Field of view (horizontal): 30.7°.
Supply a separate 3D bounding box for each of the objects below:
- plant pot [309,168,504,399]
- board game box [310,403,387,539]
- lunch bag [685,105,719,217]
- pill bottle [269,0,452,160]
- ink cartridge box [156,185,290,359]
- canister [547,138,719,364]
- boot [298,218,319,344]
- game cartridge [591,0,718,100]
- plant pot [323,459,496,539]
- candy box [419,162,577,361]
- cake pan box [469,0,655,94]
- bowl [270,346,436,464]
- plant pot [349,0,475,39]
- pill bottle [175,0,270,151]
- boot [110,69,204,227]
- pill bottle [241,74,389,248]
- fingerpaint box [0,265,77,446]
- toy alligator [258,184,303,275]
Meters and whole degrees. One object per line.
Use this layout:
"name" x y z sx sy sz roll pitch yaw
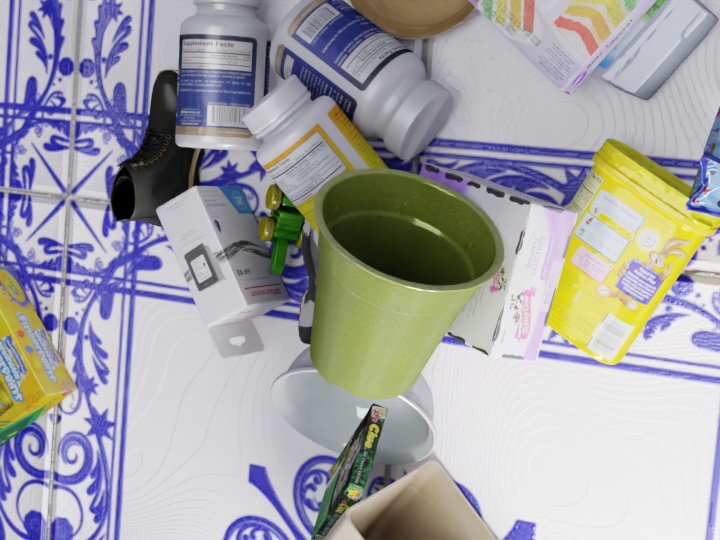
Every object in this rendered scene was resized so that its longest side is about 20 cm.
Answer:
"plant pot" 0.028 0.028 1.372 0.200 0.200 0.190 32 128 20
"board game box" -0.015 0.237 1.497 0.023 0.200 0.105 18 59 -5
"lunch bag" 0.445 -0.110 1.296 0.199 0.094 0.151 20 60 13
"pill bottle" 0.002 -0.222 1.507 0.200 0.116 0.116 40 108 18
"ink cartridge box" -0.157 0.000 1.596 0.067 0.116 0.201 -27 82 23
"canister" 0.273 -0.018 1.410 0.148 0.086 0.200 37 109 19
"boot" 0.000 0.000 1.559 0.131 0.070 0.201 6 103 18
"game cartridge" 0.270 -0.286 1.423 0.200 0.040 0.133 46 114 16
"plant pot" 0.041 0.369 1.492 0.177 0.200 0.200 -46 74 31
"candy box" 0.128 -0.012 1.434 0.200 0.071 0.168 27 105 53
"cake pan box" 0.214 -0.323 1.401 0.184 0.052 0.200 -46 75 18
"bowl" 0.003 0.135 1.518 0.200 0.201 0.091 4 54 25
"plant pot" 0.070 -0.367 1.515 0.199 0.027 0.201 2 95 25
"pill bottle" -0.165 -0.247 1.586 0.111 0.111 0.201 6 95 25
"boot" -0.255 -0.152 1.619 0.077 0.138 0.201 -4 90 25
"pill bottle" -0.040 -0.116 1.463 0.109 0.109 0.200 -35 102 23
"fingerpaint box" -0.506 0.121 1.789 0.167 0.073 0.200 -34 79 23
"toy alligator" -0.084 -0.095 1.591 0.059 0.054 0.201 10 101 -21
